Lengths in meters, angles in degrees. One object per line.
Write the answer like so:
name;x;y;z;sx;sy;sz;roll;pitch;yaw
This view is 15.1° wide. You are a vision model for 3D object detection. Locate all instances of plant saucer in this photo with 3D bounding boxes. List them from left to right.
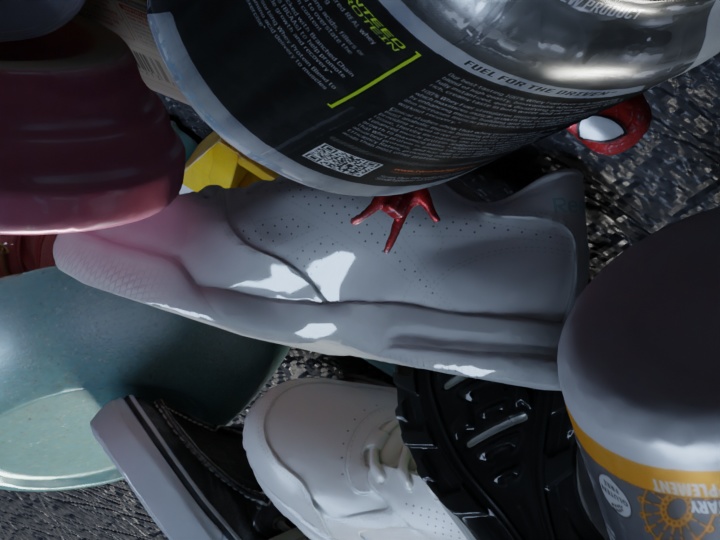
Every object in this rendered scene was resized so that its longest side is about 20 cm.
plant saucer;-0.156;-0.064;0.922;0.200;0.051;0.201;10;-165;-3
plant saucer;-0.123;0.057;1.187;0.201;0.039;0.201;-10;155;-5

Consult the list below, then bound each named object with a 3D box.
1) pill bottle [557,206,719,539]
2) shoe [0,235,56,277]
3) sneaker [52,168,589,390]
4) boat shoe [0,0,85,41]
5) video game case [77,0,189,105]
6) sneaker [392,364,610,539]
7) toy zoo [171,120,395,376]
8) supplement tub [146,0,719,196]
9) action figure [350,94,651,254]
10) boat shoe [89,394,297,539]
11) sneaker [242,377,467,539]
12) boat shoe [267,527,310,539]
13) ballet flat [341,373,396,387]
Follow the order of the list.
pill bottle;0.139;0.086;0.848;0.116;0.116;0.200;15;137;42
shoe;-0.122;0.028;1.254;0.091;0.071;0.200;22;155;36
sneaker;-0.011;-0.016;0.946;0.200;0.089;0.075;10;178;24
boat shoe;-0.176;-0.135;0.906;0.200;0.074;0.065;27;-170;5
video game case;-0.132;-0.136;0.950;0.200;0.023;0.182;24;159;27
sneaker;0.070;0.080;0.967;0.074;0.200;0.079;-23;167;19
toy zoo;0.000;0.000;1.070;0.200;0.020;0.131;32;161;2
supplement tub;0.030;-0.092;0.649;0.123;0.123;0.200;37;161;-12
action figure;-0.008;-0.079;0.779;0.200;0.099;0.065;35;175;-13
boat shoe;-0.046;0.097;1.185;0.072;0.071;0.200;54;-175;38
sneaker;0.050;0.081;1.069;0.200;0.078;0.099;20;153;6
boat shoe;0.028;0.138;1.152;0.201;0.072;0.061;-14;160;3
ballet flat;0.022;0.106;1.252;0.067;0.046;0.200;25;159;21
